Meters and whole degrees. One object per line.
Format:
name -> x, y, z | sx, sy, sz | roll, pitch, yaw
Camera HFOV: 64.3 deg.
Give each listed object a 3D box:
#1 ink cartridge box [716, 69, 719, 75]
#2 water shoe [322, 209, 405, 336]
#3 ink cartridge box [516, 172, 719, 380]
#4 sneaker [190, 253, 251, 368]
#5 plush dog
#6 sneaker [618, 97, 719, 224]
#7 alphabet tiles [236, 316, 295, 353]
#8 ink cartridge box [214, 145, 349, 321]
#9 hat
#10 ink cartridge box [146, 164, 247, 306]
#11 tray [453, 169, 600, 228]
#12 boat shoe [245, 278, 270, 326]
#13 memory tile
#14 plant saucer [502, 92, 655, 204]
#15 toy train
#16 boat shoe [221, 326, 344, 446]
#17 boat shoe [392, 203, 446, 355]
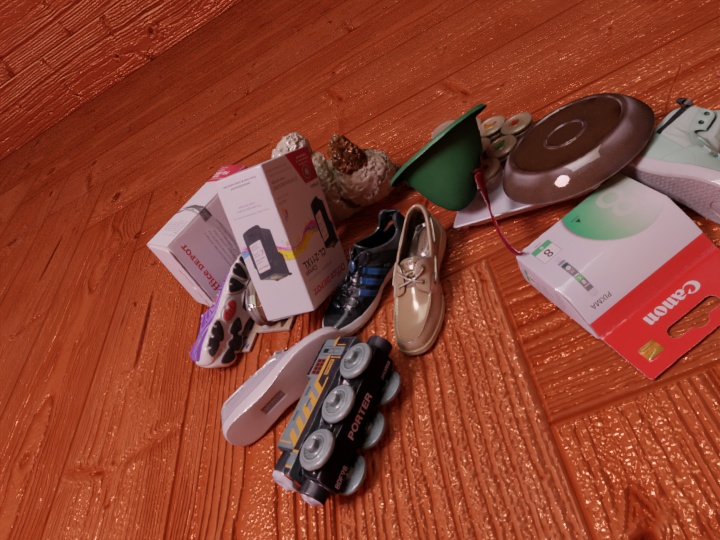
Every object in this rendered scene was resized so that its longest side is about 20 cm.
ink cartridge box -> 0.570, -0.302, 0.689 | 0.174, 0.044, 0.199 | -46, 39, -13
water shoe -> 0.000, 0.000, 0.799 | 0.071, 0.079, 0.201 | 16, 62, 46
ink cartridge box -> 0.287, -0.005, 0.607 | 0.160, 0.050, 0.200 | -38, 36, -1
sneaker -> -0.214, 0.057, 0.903 | 0.082, 0.081, 0.203 | -8, 47, 39
plush dog -> -0.023, -0.139, 0.913 | 0.169, 0.198, 0.164 | -17, 74, 37
sneaker -> 0.388, -0.126, 0.622 | 0.118, 0.074, 0.200 | -45, 36, 1
alphabet tiles -> -0.175, 0.062, 0.933 | 0.196, 0.008, 0.169 | -10, 46, 32
ink cartridge box -> -0.101, -0.054, 0.806 | 0.081, 0.204, 0.146 | -13, 15, 25
hat -> 0.151, -0.101, 0.784 | 0.199, 0.177, 0.165 | -39, 0, -41
ink cartridge box -> -0.241, -0.060, 0.986 | 0.082, 0.148, 0.201 | 9, 52, 44
tray -> 0.222, -0.108, 0.760 | 0.197, 0.022, 0.108 | -15, 35, 36
boat shoe -> -0.129, -0.006, 0.908 | 0.070, 0.076, 0.203 | -15, 52, 19
memory tile -> 0.162, -0.188, 0.893 | 0.198, 0.017, 0.154 | 10, 57, 52
plant saucer -> 0.264, -0.163, 0.726 | 0.198, 0.032, 0.202 | -33, 26, 18
toy train -> -0.029, 0.165, 0.661 | 0.113, 0.085, 0.203 | -9, 47, 48
boat shoe -> -0.105, 0.141, 0.756 | 0.200, 0.072, 0.069 | -48, 38, 1
boat shoe -> 0.070, 0.008, 0.738 | 0.071, 0.065, 0.204 | -7, 56, 30
